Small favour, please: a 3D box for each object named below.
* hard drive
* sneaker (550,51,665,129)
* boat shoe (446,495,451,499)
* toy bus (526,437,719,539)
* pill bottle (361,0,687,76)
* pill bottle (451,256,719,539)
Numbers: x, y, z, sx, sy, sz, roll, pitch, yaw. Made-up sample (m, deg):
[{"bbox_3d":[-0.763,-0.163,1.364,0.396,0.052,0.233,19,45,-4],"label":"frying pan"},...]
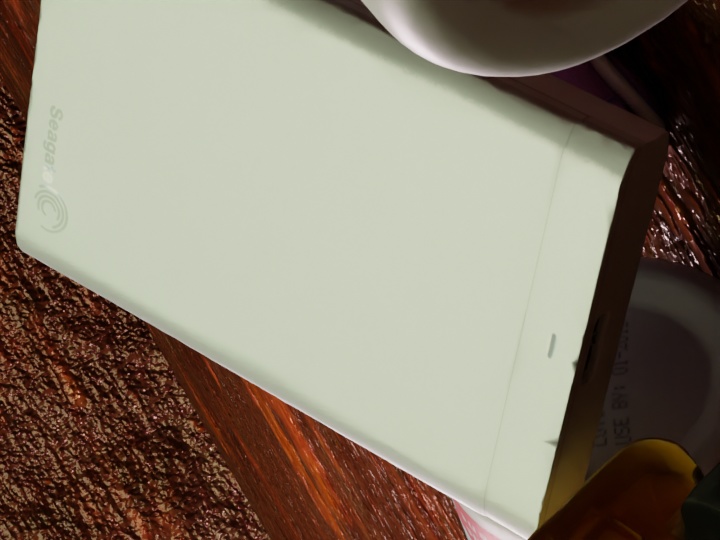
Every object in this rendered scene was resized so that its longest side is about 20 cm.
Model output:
[{"bbox_3d":[-0.013,-0.022,0.807,0.200,0.026,0.132,28,125,26],"label":"hard drive"},{"bbox_3d":[0.037,-0.085,0.803,0.114,0.073,0.201,48,176,39],"label":"sneaker"},{"bbox_3d":[0.064,0.077,1.163,0.200,0.065,0.072,62,170,-14],"label":"boat shoe"},{"bbox_3d":[0.136,0.163,0.776,0.200,0.136,0.192,33,167,32],"label":"toy bus"},{"bbox_3d":[0.004,-0.144,0.625,0.200,0.112,0.112,53,169,36],"label":"pill bottle"},{"bbox_3d":[0.096,0.097,0.906,0.109,0.109,0.200,52,169,42],"label":"pill bottle"}]
